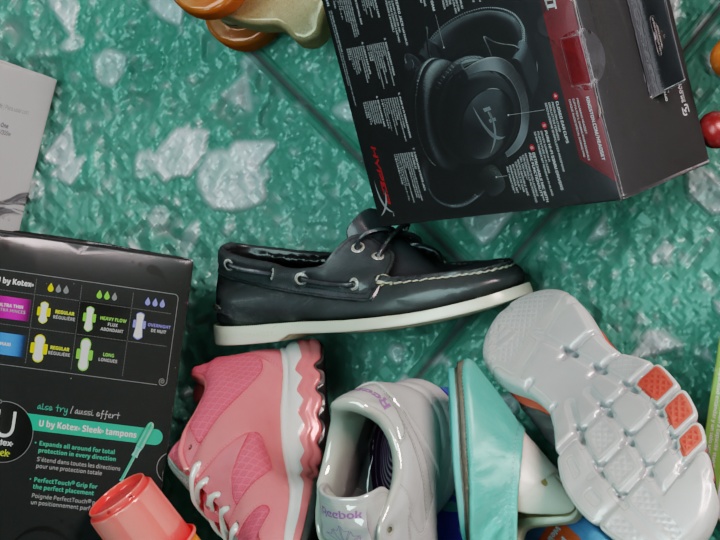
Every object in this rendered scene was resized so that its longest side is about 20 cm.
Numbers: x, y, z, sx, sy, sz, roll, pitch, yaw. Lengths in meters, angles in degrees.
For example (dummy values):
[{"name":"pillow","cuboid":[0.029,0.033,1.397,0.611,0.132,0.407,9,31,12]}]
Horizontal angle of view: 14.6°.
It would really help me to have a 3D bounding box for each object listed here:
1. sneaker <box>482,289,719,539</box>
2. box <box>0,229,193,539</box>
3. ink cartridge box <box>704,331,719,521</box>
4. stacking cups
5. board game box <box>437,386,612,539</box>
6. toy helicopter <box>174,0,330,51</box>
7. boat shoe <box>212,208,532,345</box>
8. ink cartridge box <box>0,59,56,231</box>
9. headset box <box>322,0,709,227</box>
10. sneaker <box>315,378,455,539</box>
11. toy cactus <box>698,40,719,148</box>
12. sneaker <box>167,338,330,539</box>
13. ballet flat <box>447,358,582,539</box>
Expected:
[{"name":"sneaker","cuboid":[0.135,0.086,1.432,0.077,0.082,0.200,-35,40,4]},{"name":"box","cuboid":[-0.182,0.081,1.578,0.149,0.124,0.200,-178,96,-69]},{"name":"ink cartridge box","cuboid":[0.278,0.065,1.377,0.200,0.076,0.148,8,88,31]},{"name":"stacking cups","cuboid":[-0.077,0.201,1.516,0.060,0.061,0.200,-33,103,22]},{"name":"board game box","cuboid":[0.077,0.182,1.496,0.200,0.045,0.152,41,104,27]},{"name":"toy helicopter","cuboid":[-0.004,-0.188,1.582,0.200,0.079,0.132,10,80,20]},{"name":"boat shoe","cuboid":[0.001,0.000,1.544,0.199,0.074,0.066,-7,93,38]},{"name":"ink cartridge box","cuboid":[-0.282,-0.043,1.704,0.146,0.084,0.200,17,93,30]},{"name":"headset box","cuboid":[0.083,-0.109,1.451,0.200,0.077,0.149,-7,102,47]},{"name":"sneaker","cuboid":[0.003,0.155,1.459,0.075,0.100,0.200,-3,84,28]},{"name":"toy cactus","cuboid":[0.261,-0.141,1.416,0.165,0.102,0.200,18,91,11]},{"name":"sneaker","cuboid":[-0.062,0.121,1.518,0.087,0.074,0.200,-1,43,3]},{"name":"ballet flat","cuboid":[0.082,0.145,1.443,0.070,0.067,0.200,-2,83,7]}]
